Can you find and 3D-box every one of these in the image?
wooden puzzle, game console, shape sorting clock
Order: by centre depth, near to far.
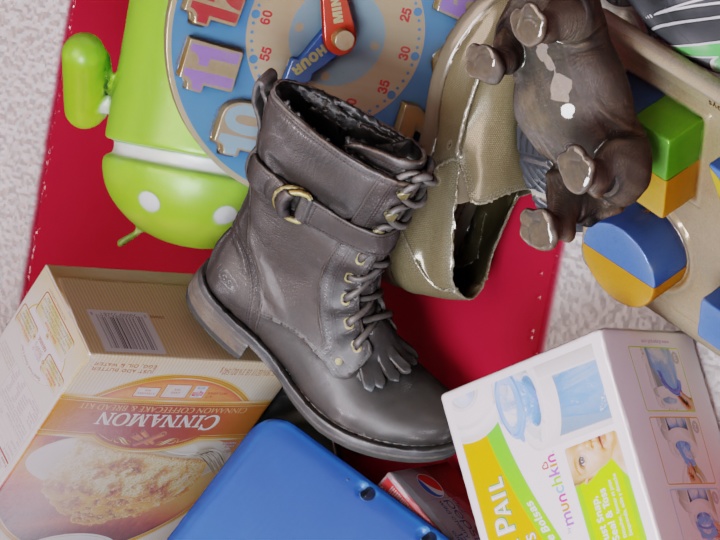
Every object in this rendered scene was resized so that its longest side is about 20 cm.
[{"bbox_3d":[0.180,-0.017,1.541,0.185,0.046,0.200,35,148,32],"label":"wooden puzzle"},{"bbox_3d":[-0.023,0.216,1.677,0.200,0.118,0.171,35,141,24],"label":"game console"},{"bbox_3d":[-0.013,-0.133,1.678,0.039,0.199,0.201,-129,58,-68],"label":"shape sorting clock"}]

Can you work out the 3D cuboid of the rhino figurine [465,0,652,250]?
[{"bbox_3d":[0.093,-0.114,1.481,0.060,0.087,0.201,-16,90,34],"label":"rhino figurine"}]

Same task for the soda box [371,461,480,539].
[{"bbox_3d":[-0.005,0.202,1.717,0.063,0.070,0.200,49,115,21],"label":"soda box"}]

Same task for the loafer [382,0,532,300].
[{"bbox_3d":[0.073,-0.070,1.679,0.067,0.076,0.201,34,117,31],"label":"loafer"}]

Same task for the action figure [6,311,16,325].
[{"bbox_3d":[-0.229,0.085,1.855,0.102,0.119,0.200,41,109,29],"label":"action figure"}]

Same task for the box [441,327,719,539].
[{"bbox_3d":[0.137,0.144,1.599,0.112,0.101,0.201,-25,74,32],"label":"box"}]

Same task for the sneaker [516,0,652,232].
[{"bbox_3d":[0.136,-0.116,1.633,0.077,0.080,0.201,14,115,21],"label":"sneaker"}]

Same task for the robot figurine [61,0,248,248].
[{"bbox_3d":[-0.088,-0.104,1.765,0.175,0.116,0.201,11,93,4],"label":"robot figurine"}]

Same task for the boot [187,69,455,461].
[{"bbox_3d":[0.000,0.000,1.647,0.200,0.069,0.174,33,131,4],"label":"boot"}]

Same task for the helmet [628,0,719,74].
[{"bbox_3d":[0.219,-0.182,1.502,0.199,0.190,0.201,-3,85,36],"label":"helmet"}]

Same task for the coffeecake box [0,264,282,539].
[{"bbox_3d":[-0.155,0.093,1.758,0.200,0.153,0.073,-54,50,32],"label":"coffeecake box"}]

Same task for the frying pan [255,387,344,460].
[{"bbox_3d":[-0.070,0.119,1.794,0.190,0.031,0.115,17,96,49],"label":"frying pan"}]
